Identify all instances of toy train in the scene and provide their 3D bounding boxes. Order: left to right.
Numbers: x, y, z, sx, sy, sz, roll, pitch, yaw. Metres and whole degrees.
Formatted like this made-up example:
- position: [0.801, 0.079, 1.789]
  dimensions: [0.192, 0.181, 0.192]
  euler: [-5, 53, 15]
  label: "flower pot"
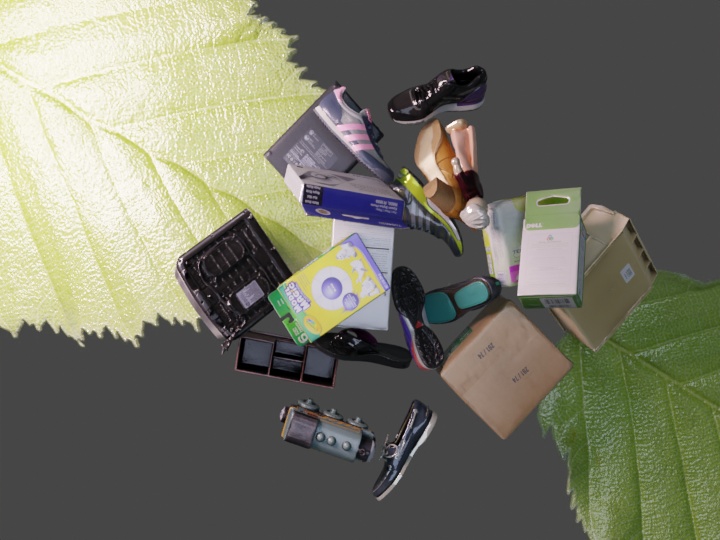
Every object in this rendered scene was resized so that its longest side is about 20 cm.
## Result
- position: [-0.061, 0.309, 1.433]
  dimensions: [0.195, 0.114, 0.087]
  euler: [21, 92, -4]
  label: "toy train"

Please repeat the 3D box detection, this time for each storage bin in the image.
- position: [0.436, 0.014, 1.407]
  dimensions: [0.199, 0.094, 0.200]
  euler: [-48, 131, -1]
  label: "storage bin"

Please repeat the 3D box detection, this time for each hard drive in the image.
- position: [-0.070, -0.239, 1.446]
  dimensions: [0.200, 0.033, 0.140]
  euler: [-44, 94, 0]
  label: "hard drive"

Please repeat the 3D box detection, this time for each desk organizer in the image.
- position: [-0.138, 0.169, 1.440]
  dimensions: [0.194, 0.077, 0.074]
  euler: [11, 92, -4]
  label: "desk organizer"

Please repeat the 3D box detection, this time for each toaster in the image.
- position: [-0.235, 0.021, 1.390]
  dimensions: [0.199, 0.118, 0.183]
  euler: [-38, 94, -20]
  label: "toaster"

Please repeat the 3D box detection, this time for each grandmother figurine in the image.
- position: [0.196, -0.169, 1.361]
  dimensions: [0.060, 0.120, 0.206]
  euler: [-23, 64, 34]
  label: "grandmother figurine"

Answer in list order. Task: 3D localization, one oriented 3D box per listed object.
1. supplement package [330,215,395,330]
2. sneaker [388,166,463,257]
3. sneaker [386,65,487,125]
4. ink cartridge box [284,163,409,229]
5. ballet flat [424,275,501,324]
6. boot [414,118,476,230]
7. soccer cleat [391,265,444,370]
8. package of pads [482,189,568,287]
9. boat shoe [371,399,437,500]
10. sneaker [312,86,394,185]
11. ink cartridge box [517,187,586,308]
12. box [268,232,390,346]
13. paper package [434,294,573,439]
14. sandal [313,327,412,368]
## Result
- position: [0.000, 0.000, 1.417]
  dimensions: [0.116, 0.121, 0.207]
  euler: [4, 93, -2]
  label: "supplement package"
- position: [0.124, -0.101, 1.454]
  dimensions: [0.081, 0.074, 0.201]
  euler: [-41, 91, 13]
  label: "sneaker"
- position: [0.142, -0.341, 1.417]
  dimensions: [0.194, 0.088, 0.077]
  euler: [-16, 65, -6]
  label: "sneaker"
- position: [-0.025, -0.134, 1.344]
  dimensions: [0.194, 0.200, 0.042]
  euler: [7, 110, -21]
  label: "ink cartridge box"
- position: [0.188, 0.053, 1.431]
  dimensions: [0.072, 0.198, 0.075]
  euler: [16, 64, -36]
  label: "ballet flat"
- position: [0.175, -0.180, 1.445]
  dimensions: [0.142, 0.070, 0.206]
  euler: [28, 47, -36]
  label: "boot"
- position: [0.098, 0.094, 1.445]
  dimensions: [0.067, 0.073, 0.205]
  euler: [-18, 83, -22]
  label: "soccer cleat"
- position: [0.324, -0.066, 1.428]
  dimensions: [0.195, 0.068, 0.159]
  euler: [-14, 95, -27]
  label: "package of pads"
- position: [0.074, 0.346, 1.462]
  dimensions: [0.061, 0.075, 0.202]
  euler: [34, 89, -6]
  label: "boat shoe"
- position: [0.005, -0.251, 1.399]
  dimensions: [0.082, 0.070, 0.200]
  euler: [-44, 96, 2]
  label: "sneaker"
- position: [0.337, -0.038, 1.323]
  dimensions: [0.101, 0.059, 0.205]
  euler: [-3, 65, 28]
  label: "ink cartridge box"
- position: [-0.058, 0.037, 1.335]
  dimensions: [0.198, 0.048, 0.119]
  euler: [-35, 92, 3]
  label: "box"
- position: [0.271, 0.182, 1.452]
  dimensions: [0.190, 0.103, 0.200]
  euler: [44, 90, -3]
  label: "paper package"
- position: [0.007, 0.139, 1.448]
  dimensions: [0.195, 0.076, 0.049]
  euler: [10, 115, -12]
  label: "sandal"
